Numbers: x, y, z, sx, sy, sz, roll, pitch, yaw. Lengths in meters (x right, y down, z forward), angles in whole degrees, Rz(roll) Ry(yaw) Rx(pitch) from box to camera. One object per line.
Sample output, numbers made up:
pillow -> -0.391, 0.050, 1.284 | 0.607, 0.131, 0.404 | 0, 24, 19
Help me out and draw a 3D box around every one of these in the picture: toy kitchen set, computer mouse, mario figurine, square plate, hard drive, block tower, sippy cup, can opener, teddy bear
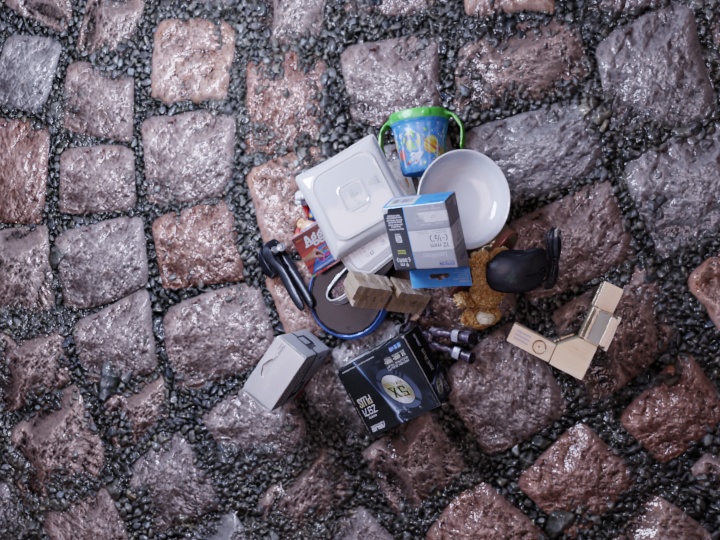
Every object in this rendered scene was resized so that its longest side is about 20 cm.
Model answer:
toy kitchen set -> 0.423, 0.096, 1.341 | 0.177, 0.163, 0.204 | 26, 94, 12
computer mouse -> 0.348, -0.005, 1.347 | 0.195, 0.053, 0.142 | -12, 113, -26
mario figurine -> -0.091, -0.113, 1.463 | 0.123, 0.105, 0.203 | 42, 122, 25
square plate -> -0.014, -0.157, 1.370 | 0.195, 0.028, 0.204 | -28, 82, 2
hard drive -> 0.035, -0.083, 1.395 | 0.198, 0.038, 0.141 | -37, 86, 0
block tower -> 0.055, 0.048, 1.386 | 0.055, 0.196, 0.058 | -60, 39, 26
sippy cup -> 0.133, -0.276, 1.427 | 0.137, 0.176, 0.134 | -5, 90, -32
can opener -> -0.169, 0.009, 1.521 | 0.201, 0.063, 0.079 | 50, 143, 22
teddy bear -> 0.267, 0.042, 1.381 | 0.067, 0.142, 0.205 | 42, 122, 49

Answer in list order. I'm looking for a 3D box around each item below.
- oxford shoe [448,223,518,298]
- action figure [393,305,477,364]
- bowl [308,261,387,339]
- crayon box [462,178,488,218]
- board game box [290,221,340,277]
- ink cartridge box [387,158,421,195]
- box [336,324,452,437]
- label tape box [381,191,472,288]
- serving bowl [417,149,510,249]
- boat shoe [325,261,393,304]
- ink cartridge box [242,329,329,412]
oxford shoe -> 0.259, -0.026, 1.439 | 0.200, 0.070, 0.074 | -47, 55, 9
action figure -> 0.159, 0.151, 1.450 | 0.196, 0.069, 0.134 | 13, 99, 27
bowl -> -0.029, 0.057, 1.507 | 0.195, 0.039, 0.207 | 0, 90, 13
crayon box -> 0.202, -0.118, 1.434 | 0.117, 0.058, 0.203 | 28, 93, 1
board game box -> -0.046, -0.080, 1.437 | 0.197, 0.019, 0.104 | -32, 111, -1
ink cartridge box -> 0.060, -0.161, 1.497 | 0.195, 0.050, 0.166 | -19, 85, -4
box -> 0.072, 0.242, 1.424 | 0.198, 0.086, 0.167 | -30, 88, 29
label tape box -> 0.135, -0.047, 1.310 | 0.140, 0.066, 0.205 | -3, 112, 30
serving bowl -> 0.211, -0.146, 1.367 | 0.194, 0.066, 0.206 | 0, 90, -4
boat shoe -> 0.000, 0.000, 1.445 | 0.198, 0.068, 0.073 | -36, 82, 9
ink cartridge box -> -0.161, 0.219, 1.452 | 0.083, 0.200, 0.147 | 36, 97, 11
